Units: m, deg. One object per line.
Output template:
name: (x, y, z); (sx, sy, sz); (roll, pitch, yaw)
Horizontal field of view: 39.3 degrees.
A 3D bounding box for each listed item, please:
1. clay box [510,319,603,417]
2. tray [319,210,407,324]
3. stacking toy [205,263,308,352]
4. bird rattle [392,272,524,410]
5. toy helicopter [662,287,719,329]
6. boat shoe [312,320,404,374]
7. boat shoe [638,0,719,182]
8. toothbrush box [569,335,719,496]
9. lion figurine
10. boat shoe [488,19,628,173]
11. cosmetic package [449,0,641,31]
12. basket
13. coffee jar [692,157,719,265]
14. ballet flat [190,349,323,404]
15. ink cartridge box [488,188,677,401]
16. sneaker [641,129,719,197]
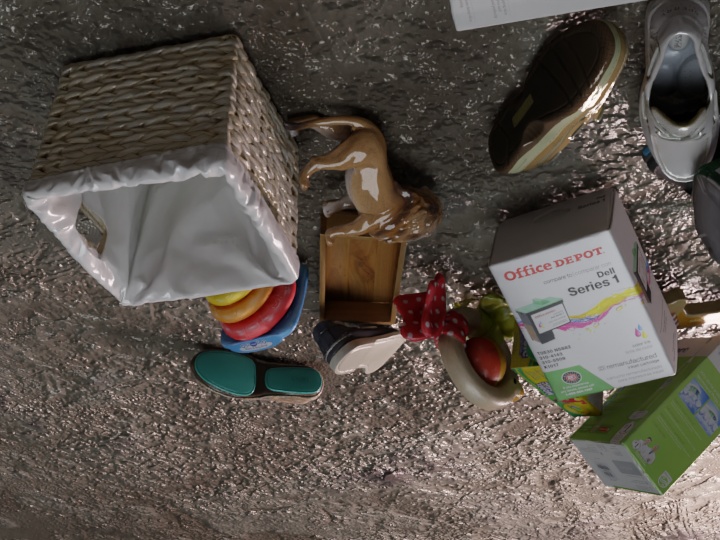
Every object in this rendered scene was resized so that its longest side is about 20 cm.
clay box: (0.244, 0.094, 1.259); (0.047, 0.117, 0.199); (-11, 147, 37)
tray: (0.000, 0.000, 1.199); (0.096, 0.038, 0.201); (3, 150, -1)
stacking toy: (-0.155, -0.007, 1.152); (0.114, 0.111, 0.201); (-13, 135, 28)
bird rattle: (0.136, 0.086, 1.207); (0.112, 0.165, 0.199); (-33, 157, 23)
toy helicopter: (0.386, 0.065, 1.251); (0.196, 0.080, 0.133); (-7, 144, -10)
boat shoe: (0.000, 0.088, 1.296); (0.073, 0.063, 0.199); (-49, 161, 14)
boat shoe: (0.276, -0.143, 0.880); (0.069, 0.070, 0.202); (-3, 137, 20)
toothbrush box: (0.383, 0.179, 1.272); (0.086, 0.200, 0.145); (49, 164, -4)
lion figurine: (0.007, -0.093, 1.012); (0.120, 0.074, 0.201); (-14, 142, 11)
boat shoe: (0.190, -0.156, 0.913); (0.075, 0.073, 0.200); (-2, 159, -23)
cosmetic package: (0.154, -0.254, 0.730); (0.196, 0.083, 0.113); (-6, 148, 12)
basket: (-0.169, -0.089, 0.939); (0.196, 0.164, 0.199); (-6, 148, 15)
coffee jar: (0.408, -0.083, 0.923); (0.197, 0.086, 0.105); (-24, 131, -6)
ballet flat: (-0.152, 0.161, 1.446); (0.196, 0.069, 0.067); (14, 155, -15)
ink cartridge box: (0.246, 0.030, 1.111); (0.143, 0.084, 0.202); (-17, 117, 28)
sneaker: (0.368, -0.084, 0.993); (0.196, 0.083, 0.073); (14, 150, -16)
